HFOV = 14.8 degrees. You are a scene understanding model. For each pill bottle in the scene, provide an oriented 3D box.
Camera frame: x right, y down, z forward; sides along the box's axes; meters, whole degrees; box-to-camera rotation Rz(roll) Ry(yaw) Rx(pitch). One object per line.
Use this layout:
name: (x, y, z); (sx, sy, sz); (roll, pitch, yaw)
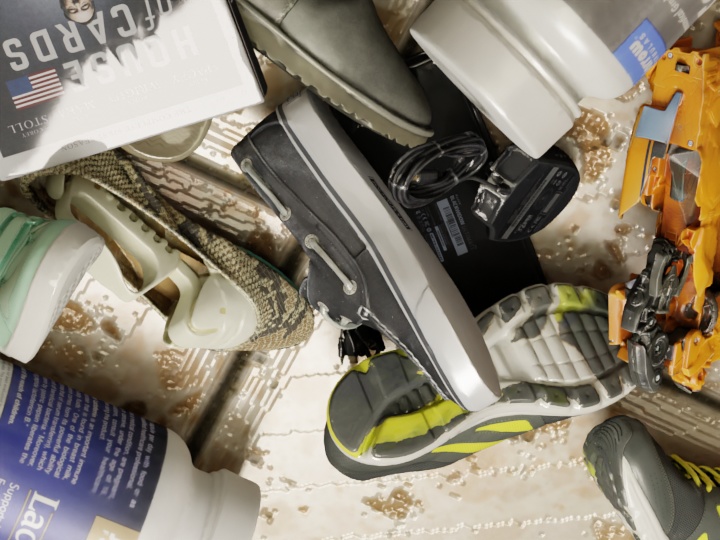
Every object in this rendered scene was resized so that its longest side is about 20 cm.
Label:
pill bottle: (-0.165, 0.128, 1.567); (0.199, 0.116, 0.116); (22, 113, -11)
pill bottle: (0.126, -0.161, 1.414); (0.200, 0.114, 0.114); (-46, 108, 0)

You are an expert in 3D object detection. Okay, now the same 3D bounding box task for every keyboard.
keyboard: (0.028, -0.018, 1.556); (0.127, 0.021, 0.201); (-22, 113, 2)

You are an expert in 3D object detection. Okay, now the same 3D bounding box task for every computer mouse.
computer mouse: (0.062, -0.051, 1.467); (0.034, 0.200, 0.059); (44, 105, 22)

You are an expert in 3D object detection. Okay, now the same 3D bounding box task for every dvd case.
dvd case: (-0.149, -0.154, 1.391); (0.150, 0.025, 0.201); (-16, 115, 10)

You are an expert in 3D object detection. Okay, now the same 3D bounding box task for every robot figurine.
robot figurine: (0.185, -0.032, 1.502); (0.058, 0.145, 0.201); (22, 114, 36)

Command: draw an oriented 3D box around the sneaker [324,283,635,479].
sneaker: (0.065, 0.063, 1.545); (0.199, 0.085, 0.075); (-14, 75, -19)

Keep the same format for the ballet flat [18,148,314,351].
ballet flat: (-0.112, -0.002, 1.529); (0.200, 0.075, 0.068); (40, 125, -18)

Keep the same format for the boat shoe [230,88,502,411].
boat shoe: (0.000, 0.000, 1.477); (0.068, 0.072, 0.200); (-36, 80, 10)

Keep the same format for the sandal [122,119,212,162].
sandal: (-0.108, -0.149, 1.474); (0.080, 0.054, 0.201); (7, 114, -4)

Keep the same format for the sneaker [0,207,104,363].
sneaker: (-0.209, -0.010, 1.470); (0.118, 0.200, 0.074); (36, 73, -10)

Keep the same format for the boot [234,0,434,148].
boot: (0.020, -0.184, 1.449); (0.182, 0.073, 0.200); (35, 92, -31)

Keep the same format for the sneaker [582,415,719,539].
sneaker: (0.196, 0.136, 1.597); (0.084, 0.075, 0.200); (-35, 133, 2)
